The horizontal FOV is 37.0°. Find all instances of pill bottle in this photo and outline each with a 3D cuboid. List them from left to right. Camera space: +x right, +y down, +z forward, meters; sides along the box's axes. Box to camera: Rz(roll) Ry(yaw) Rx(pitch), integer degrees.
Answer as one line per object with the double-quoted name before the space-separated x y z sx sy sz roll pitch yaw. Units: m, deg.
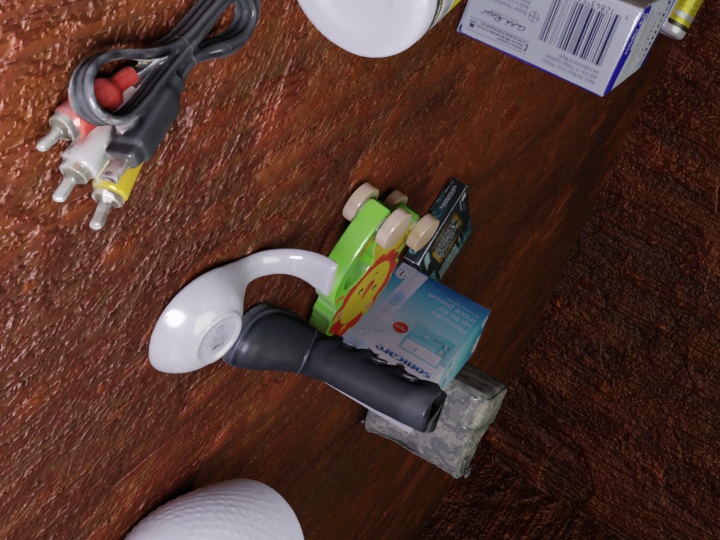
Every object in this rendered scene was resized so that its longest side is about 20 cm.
"pill bottle" 0.045 -0.249 0.781 0.200 0.112 0.113 -49 161 -38
"pill bottle" 0.636 -0.571 2.136 0.200 0.112 0.112 -64 165 14

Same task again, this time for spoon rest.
"spoon rest" -0.109 0.027 0.948 0.200 0.061 0.100 -26 143 -43

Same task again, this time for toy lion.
"toy lion" 0.000 0.000 1.235 0.192 0.069 0.200 -55 166 10

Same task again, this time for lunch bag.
"lunch bag" 0.113 0.223 1.737 0.139 0.200 0.168 -13 127 -67

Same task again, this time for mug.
"mug" -0.180 0.309 1.081 0.200 0.148 0.175 -34 166 22

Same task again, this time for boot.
"boot" -0.020 0.106 1.073 0.066 0.200 0.165 -64 165 13

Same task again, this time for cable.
"cable" -0.129 -0.125 0.654 0.097 0.050 0.200 70 36 -49

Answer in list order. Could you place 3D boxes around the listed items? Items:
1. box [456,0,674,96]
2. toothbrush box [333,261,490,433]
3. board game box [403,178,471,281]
"box" 0.237 -0.294 1.212 0.200 0.184 0.105 -36 150 -56
"toothbrush box" 0.059 0.097 1.422 0.200 0.146 0.085 -43 157 -45
"board game box" 0.115 -0.041 1.575 0.135 0.028 0.200 -57 165 -10
